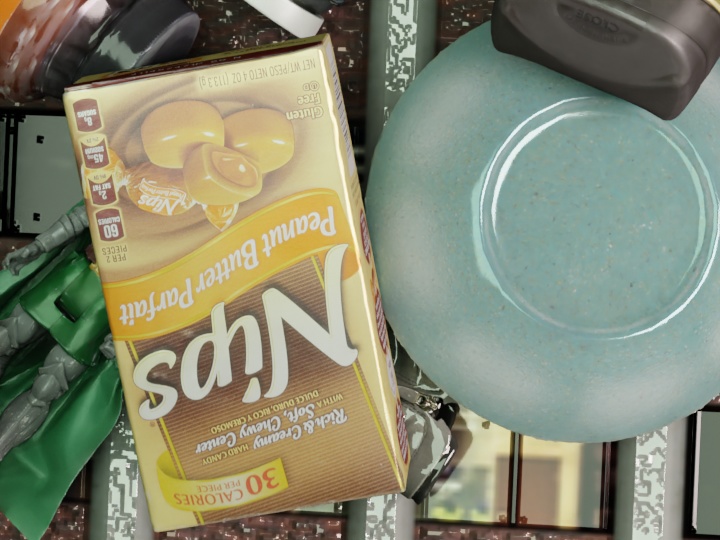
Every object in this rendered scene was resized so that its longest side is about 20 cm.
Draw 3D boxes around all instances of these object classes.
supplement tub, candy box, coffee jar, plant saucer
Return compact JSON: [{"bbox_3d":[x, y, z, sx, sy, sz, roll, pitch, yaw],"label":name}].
[{"bbox_3d":[-0.171,-0.150,1.212,0.200,0.107,0.107,39,95,8],"label":"supplement tub"},{"bbox_3d":[-0.052,0.005,1.155,0.115,0.055,0.200,-10,100,6],"label":"candy box"},{"bbox_3d":[0.135,-0.169,1.147,0.104,0.085,0.200,23,74,8],"label":"coffee jar"},{"bbox_3d":[0.103,-0.023,1.176,0.201,0.039,0.201,0,87,-8],"label":"plant saucer"}]

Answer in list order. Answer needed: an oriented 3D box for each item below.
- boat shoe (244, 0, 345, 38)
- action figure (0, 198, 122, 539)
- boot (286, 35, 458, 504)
[{"bbox_3d":[-0.084,-0.189,1.219,0.200,0.076,0.060,38,96,-5],"label":"boat shoe"},{"bbox_3d":[-0.130,0.015,1.234,0.118,0.055,0.200,42,92,10],"label":"action figure"},{"bbox_3d":[0.000,0.000,1.214,0.130,0.068,0.200,11,97,2],"label":"boot"}]
